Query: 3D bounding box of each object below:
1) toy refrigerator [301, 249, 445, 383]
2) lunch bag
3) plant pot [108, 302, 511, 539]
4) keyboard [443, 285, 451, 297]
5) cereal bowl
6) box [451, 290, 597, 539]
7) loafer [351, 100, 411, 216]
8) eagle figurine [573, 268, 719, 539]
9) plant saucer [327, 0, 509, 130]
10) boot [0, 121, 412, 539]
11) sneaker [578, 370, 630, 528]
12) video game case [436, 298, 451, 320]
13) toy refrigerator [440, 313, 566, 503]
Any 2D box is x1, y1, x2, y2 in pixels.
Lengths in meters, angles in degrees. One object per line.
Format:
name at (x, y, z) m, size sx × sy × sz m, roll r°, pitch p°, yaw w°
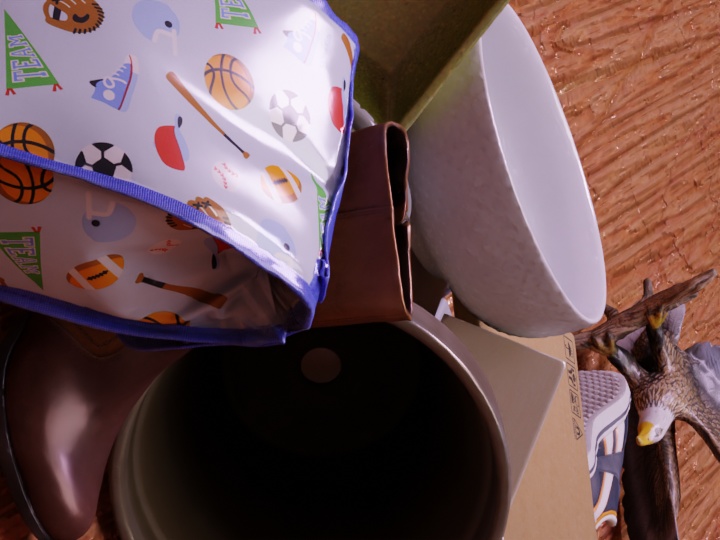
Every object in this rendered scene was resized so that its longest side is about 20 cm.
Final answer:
toy refrigerator at (0.000, 0.000, 1.640) m, size 0.076 × 0.070 × 0.200 m, roll 50°, pitch 32°, yaw -19°
lunch bag at (-0.104, -0.063, 1.258) m, size 0.124 × 0.200 × 0.170 m, roll 116°, pitch -14°, yaw -51°
plant pot at (-0.024, 0.077, 1.456) m, size 0.174 × 0.200 × 0.200 m, roll -88°, pitch 162°, yaw -70°
keyboard at (0.066, -0.022, 1.783) m, size 0.200 × 0.011 × 0.056 m, roll 137°, pitch -48°, yaw -77°
cereal bowl at (0.068, -0.051, 1.597) m, size 0.200 × 0.083 × 0.200 m, roll -19°, pitch 90°, yaw -73°
box at (0.103, 0.109, 1.719) m, size 0.163 × 0.021 × 0.200 m, roll 35°, pitch 45°, yaw -57°
loafer at (-0.059, -0.081, 1.488) m, size 0.200 × 0.075 × 0.070 m, roll 42°, pitch 70°, yaw -3°
eagle figurine at (0.242, 0.114, 2.133) m, size 0.151 × 0.152 × 0.200 m, roll -37°, pitch 102°, yaw -26°
plant saucer at (0.003, -0.206, 1.510) m, size 0.200 × 0.200 × 0.048 m, roll 39°, pitch 10°, yaw 1°
boot at (-0.066, 0.032, 1.312) m, size 0.069 × 0.200 × 0.189 m, roll 56°, pitch 33°, yaw -52°
sneaker at (0.145, 0.134, 1.964) m, size 0.200 × 0.078 × 0.080 m, roll -52°, pitch 136°, yaw -65°
video game case at (0.049, 0.143, 1.796) m, size 0.200 × 0.022 × 0.183 m, roll -62°, pitch 137°, yaw -58°
toy refrigerator at (0.045, 0.130, 1.587) m, size 0.070 × 0.076 × 0.200 m, roll 39°, pitch 72°, yaw -87°
